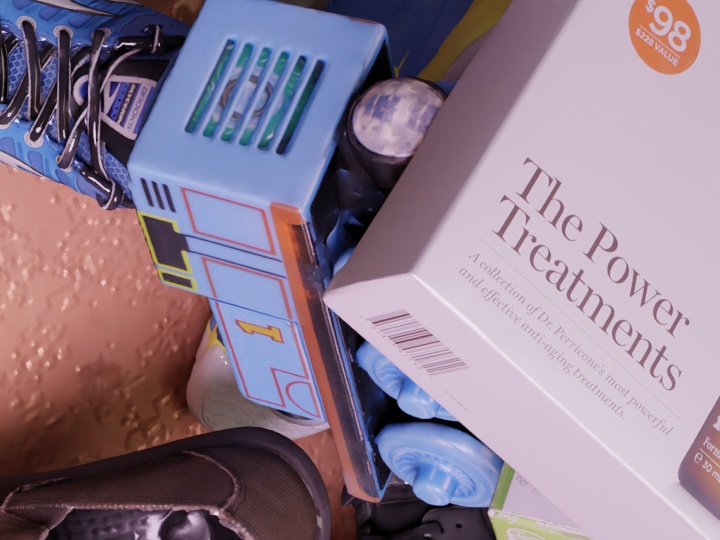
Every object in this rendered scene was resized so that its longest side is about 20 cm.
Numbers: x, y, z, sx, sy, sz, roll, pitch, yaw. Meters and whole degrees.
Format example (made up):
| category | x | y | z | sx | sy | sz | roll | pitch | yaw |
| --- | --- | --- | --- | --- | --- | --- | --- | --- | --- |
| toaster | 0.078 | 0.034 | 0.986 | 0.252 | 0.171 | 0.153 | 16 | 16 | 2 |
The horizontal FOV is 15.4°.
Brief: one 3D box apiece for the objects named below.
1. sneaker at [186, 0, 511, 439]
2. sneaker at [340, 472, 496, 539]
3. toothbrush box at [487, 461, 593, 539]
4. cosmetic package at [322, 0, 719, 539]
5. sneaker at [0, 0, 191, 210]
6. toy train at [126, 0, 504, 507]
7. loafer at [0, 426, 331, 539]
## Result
| category | x | y | z | sx | sy | sz | roll | pitch | yaw |
| --- | --- | --- | --- | --- | --- | --- | --- | --- | --- |
| sneaker | 0.003 | -0.032 | 0.941 | 0.076 | 0.105 | 0.200 | 26 | 117 | -33 |
| sneaker | 0.011 | 0.100 | 0.912 | 0.200 | 0.071 | 0.099 | -27 | 102 | -65 |
| toothbrush box | 0.113 | 0.059 | 0.888 | 0.200 | 0.086 | 0.146 | 66 | 42 | -64 |
| cosmetic package | 0.106 | 0.008 | 0.746 | 0.200 | 0.052 | 0.151 | 41 | 62 | -20 |
| sneaker | -0.097 | -0.066 | 0.845 | 0.200 | 0.089 | 0.079 | 14 | 94 | -37 |
| toy train | 0.000 | 0.000 | 0.822 | 0.200 | 0.114 | 0.087 | 76 | 34 | -58 |
| loafer | -0.110 | 0.100 | 0.847 | 0.200 | 0.071 | 0.073 | -22 | 95 | 9 |
